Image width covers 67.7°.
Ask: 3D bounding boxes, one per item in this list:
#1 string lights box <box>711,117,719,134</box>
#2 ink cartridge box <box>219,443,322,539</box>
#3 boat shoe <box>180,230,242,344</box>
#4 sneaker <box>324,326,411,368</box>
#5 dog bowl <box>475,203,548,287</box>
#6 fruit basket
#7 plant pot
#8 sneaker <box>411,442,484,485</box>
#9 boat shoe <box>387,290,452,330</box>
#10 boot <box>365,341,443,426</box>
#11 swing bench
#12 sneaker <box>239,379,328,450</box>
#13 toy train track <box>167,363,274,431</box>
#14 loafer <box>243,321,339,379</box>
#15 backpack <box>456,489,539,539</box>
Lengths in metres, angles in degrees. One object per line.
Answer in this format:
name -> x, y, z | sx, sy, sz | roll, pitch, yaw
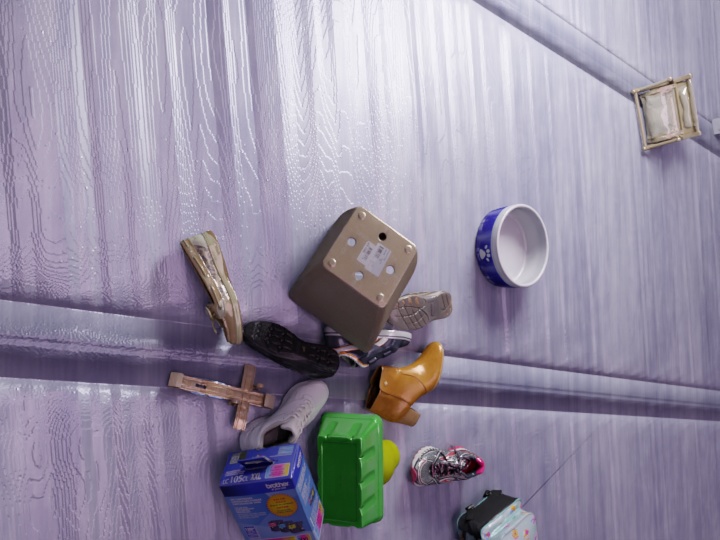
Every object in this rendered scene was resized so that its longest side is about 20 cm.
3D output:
string lights box -> 1.457, -0.577, 2.035 | 0.193, 0.103, 0.061 | -18, 98, -7
ink cartridge box -> -0.153, 0.381, 0.924 | 0.131, 0.077, 0.206 | -10, 116, 10
boat shoe -> -0.258, 0.037, 0.942 | 0.061, 0.073, 0.207 | -18, 88, -25
sneaker -> 0.015, 0.160, 1.111 | 0.193, 0.078, 0.083 | 5, 80, -21
dog bowl -> 0.386, -0.060, 1.363 | 0.194, 0.078, 0.209 | 2, 87, -33
fruit basket -> -0.005, 0.389, 1.075 | 0.215, 0.149, 0.225 | -1, 90, -76
plant pot -> 0.000, 0.000, 1.008 | 0.197, 0.177, 0.203 | 34, 69, 0
sneaker -> 0.196, 0.442, 1.221 | 0.194, 0.074, 0.084 | -1, 88, -33
boat shoe -> 0.119, 0.086, 1.185 | 0.195, 0.072, 0.078 | -3, 93, -38
boot -> 0.096, 0.227, 1.164 | 0.142, 0.070, 0.207 | 31, 77, -31
swing bench -> 1.011, -0.521, 1.769 | 0.196, 0.128, 0.207 | -19, 98, -37
sneaker -> -0.125, 0.282, 0.998 | 0.198, 0.098, 0.080 | -38, 106, -28
toy train track -> -0.240, 0.213, 0.951 | 0.194, 0.032, 0.119 | 19, 62, -25
loafer -> -0.134, 0.157, 1.016 | 0.195, 0.071, 0.070 | 24, 44, -15
backpack -> 0.333, 0.655, 1.263 | 0.172, 0.151, 0.208 | -18, 105, -37
